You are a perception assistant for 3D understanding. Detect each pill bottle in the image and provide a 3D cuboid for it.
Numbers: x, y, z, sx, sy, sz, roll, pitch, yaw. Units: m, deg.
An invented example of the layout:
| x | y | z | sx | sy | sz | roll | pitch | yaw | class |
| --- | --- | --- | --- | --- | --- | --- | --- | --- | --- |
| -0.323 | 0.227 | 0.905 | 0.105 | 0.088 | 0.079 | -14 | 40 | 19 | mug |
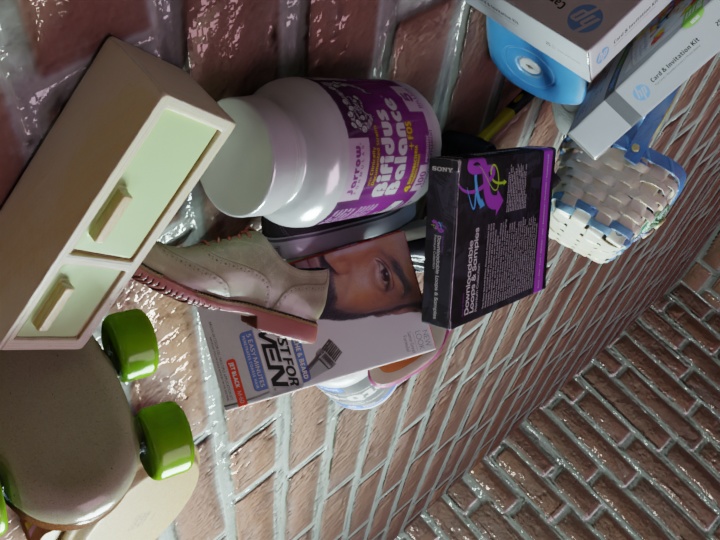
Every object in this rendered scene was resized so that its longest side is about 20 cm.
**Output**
| x | y | z | sx | sy | sz | roll | pitch | yaw | class |
| --- | --- | --- | --- | --- | --- | --- | --- | --- | --- |
| -0.019 | 0.093 | 0.954 | 0.114 | 0.114 | 0.200 | -43 | 157 | -5 | pill bottle |
| -0.029 | -0.095 | 0.633 | 0.199 | 0.112 | 0.113 | -16 | 144 | -51 | pill bottle |

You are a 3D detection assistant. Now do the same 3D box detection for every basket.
| x | y | z | sx | sy | sz | roll | pitch | yaw | class |
| --- | --- | --- | --- | --- | --- | --- | --- | --- | --- |
| 0.290 | -0.116 | 0.893 | 0.203 | 0.137 | 0.176 | -65 | 171 | -3 | basket |

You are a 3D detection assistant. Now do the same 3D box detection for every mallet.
| x | y | z | sx | sy | sz | roll | pitch | yaw | class |
| --- | --- | --- | --- | --- | --- | --- | --- | --- | --- |
| 0.159 | -0.180 | 0.920 | 0.201 | 0.065 | 0.042 | -50 | 142 | -31 | mallet |

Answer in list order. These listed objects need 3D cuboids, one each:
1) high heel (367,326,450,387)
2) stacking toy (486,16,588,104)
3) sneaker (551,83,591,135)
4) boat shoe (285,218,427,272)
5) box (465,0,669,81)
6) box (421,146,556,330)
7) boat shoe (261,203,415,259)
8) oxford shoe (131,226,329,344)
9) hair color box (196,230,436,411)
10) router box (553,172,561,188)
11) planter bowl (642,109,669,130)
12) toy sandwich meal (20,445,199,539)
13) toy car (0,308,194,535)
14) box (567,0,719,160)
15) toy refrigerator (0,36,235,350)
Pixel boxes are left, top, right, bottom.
| x | y | z | sx | sy | sz | roll | pitch | yaw | class |
| --- | --- | --- | --- | --- | --- | --- | --- | --- | --- |
| 0.064 | 0.076 | 0.929 | 0.201 | 0.067 | 0.096 | -53 | 170 | -35 | high heel |
| 0.221 | -0.281 | 0.796 | 0.201 | 0.115 | 0.110 | -55 | 161 | -8 | stacking toy |
| 0.296 | -0.257 | 0.946 | 0.118 | 0.073 | 0.203 | -34 | 144 | -37 | sneaker |
| 0.000 | 0.000 | 0.797 | 0.196 | 0.064 | 0.073 | -15 | -169 | 2 | boat shoe |
| 0.200 | -0.271 | 0.661 | 0.200 | 0.156 | 0.041 | -44 | 149 | -3 | box |
| 0.123 | -0.038 | 0.741 | 0.199 | 0.036 | 0.146 | -16 | 111 | -53 | box |
| -0.019 | -0.066 | 0.770 | 0.198 | 0.069 | 0.067 | -19 | 110 | -41 | boat shoe |
| -0.114 | -0.004 | 0.643 | 0.198 | 0.070 | 0.076 | 23 | 85 | -32 | oxford shoe |
| -0.041 | 0.044 | 0.729 | 0.197 | 0.113 | 0.064 | -17 | -178 | 0 | hair color box |
| 0.132 | -0.064 | 0.921 | 0.149 | 0.051 | 0.200 | -46 | -173 | -3 | router box |
| 0.365 | -0.273 | 1.017 | 0.200 | 0.082 | 0.203 | 22 | 89 | -82 | planter bowl |
| -0.263 | 0.248 | 0.859 | 0.205 | 0.070 | 0.206 | -42 | 157 | -22 | toy sandwich meal |
| -0.245 | 0.144 | 0.631 | 0.162 | 0.159 | 0.201 | -13 | 154 | -33 | toy car |
| 0.281 | -0.207 | 0.714 | 0.200 | 0.041 | 0.156 | -45 | -172 | 45 | box |
| -0.174 | -0.041 | 0.528 | 0.201 | 0.070 | 0.076 | -51 | 157 | 13 | toy refrigerator |
